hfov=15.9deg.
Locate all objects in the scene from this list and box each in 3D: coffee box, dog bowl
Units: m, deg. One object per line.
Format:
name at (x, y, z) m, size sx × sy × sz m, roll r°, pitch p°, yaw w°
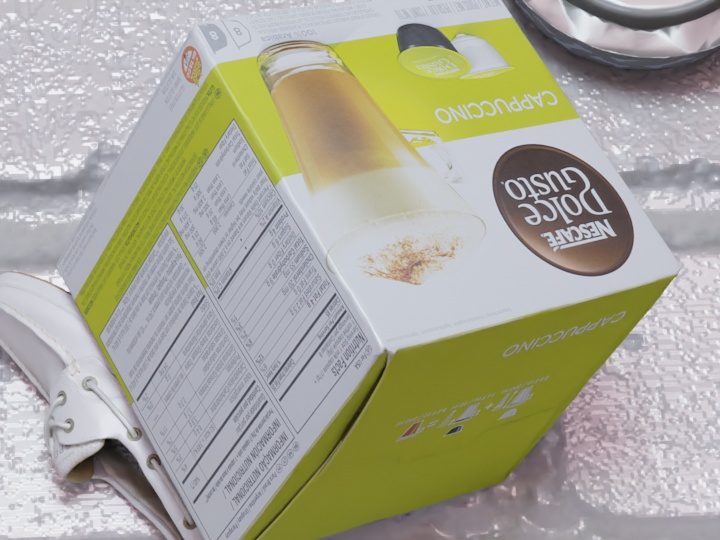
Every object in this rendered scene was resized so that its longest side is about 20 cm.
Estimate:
coffee box at (0.000, 0.000, 1.304) m, size 0.200 × 0.200 × 0.198 m, roll -13°, pitch 62°, yaw -38°
dog bowl at (0.168, -0.210, 1.525) m, size 0.200 × 0.059 × 0.200 m, roll 0°, pitch 74°, yaw -1°

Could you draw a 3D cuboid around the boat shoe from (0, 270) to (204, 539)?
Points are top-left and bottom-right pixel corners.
boat shoe at (-0.136, 0.081, 1.355) m, size 0.200 × 0.071 × 0.069 m, roll 40°, pitch 64°, yaw 14°
